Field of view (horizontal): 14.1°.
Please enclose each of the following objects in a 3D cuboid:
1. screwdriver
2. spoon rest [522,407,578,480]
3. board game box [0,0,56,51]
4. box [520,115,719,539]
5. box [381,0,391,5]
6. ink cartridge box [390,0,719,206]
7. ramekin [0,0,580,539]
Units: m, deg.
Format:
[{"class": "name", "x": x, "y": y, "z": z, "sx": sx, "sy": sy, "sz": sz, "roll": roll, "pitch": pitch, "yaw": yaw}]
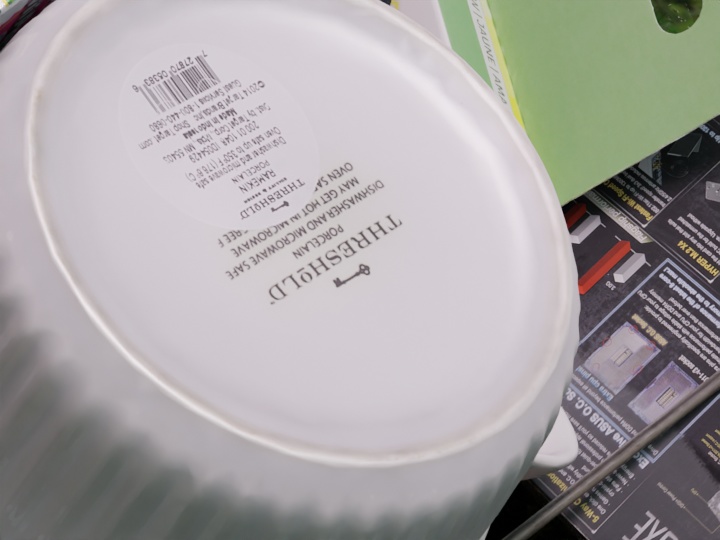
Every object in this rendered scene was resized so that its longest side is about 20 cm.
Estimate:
[{"class": "screwdriver", "x": 0.052, "y": 0.091, "z": 0.959, "sx": 0.200, "sy": 0.029, "sz": 0.028, "roll": -35, "pitch": 52, "yaw": -9}, {"class": "spoon rest", "x": 0.000, "y": 0.000, "z": 0.970, "sx": 0.200, "sy": 0.061, "sz": 0.099, "roll": 43, "pitch": 17, "yaw": 33}, {"class": "board game box", "x": -0.154, "y": -0.109, "z": 0.781, "sx": 0.148, "sy": 0.064, "sz": 0.200, "roll": 46, "pitch": 57, "yaw": 0}, {"class": "box", "x": 0.130, "y": 0.037, "z": 0.995, "sx": 0.200, "sy": 0.158, "sz": 0.050, "roll": 43, "pitch": -5, "yaw": 41}, {"class": "box", "x": -0.080, "y": -0.060, "z": 0.977, "sx": 0.051, "sy": 0.158, "sz": 0.200, "roll": 61, "pitch": 35, "yaw": -43}, {"class": "ink cartridge box", "x": 0.041, "y": -0.081, "z": 1.045, "sx": 0.048, "sy": 0.200, "sz": 0.146, "roll": 26, "pitch": 41, "yaw": -45}, {"class": "ramekin", "x": -0.035, "y": 0.009, "z": 0.794, "sx": 0.200, "sy": 0.105, "sz": 0.200, "roll": 14, "pitch": 53, "yaw": -20}]
